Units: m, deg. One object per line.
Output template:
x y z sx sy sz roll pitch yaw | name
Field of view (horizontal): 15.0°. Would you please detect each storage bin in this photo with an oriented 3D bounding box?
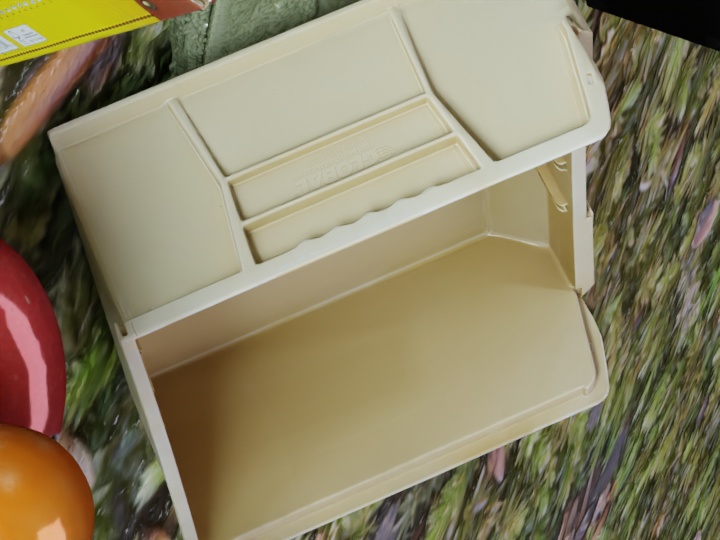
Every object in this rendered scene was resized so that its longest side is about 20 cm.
0.000 0.000 1.025 0.197 0.094 0.200 -23 150 -8 | storage bin

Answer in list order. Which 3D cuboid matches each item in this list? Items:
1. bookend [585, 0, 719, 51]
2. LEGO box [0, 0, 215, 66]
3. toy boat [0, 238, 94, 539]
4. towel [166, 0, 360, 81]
0.203 -0.264 1.534 0.199 0.092 0.201 75 38 -67 | bookend
-0.072 -0.130 0.630 0.200 0.077 0.150 -5 -124 61 | LEGO box
-0.133 0.054 0.764 0.131 0.130 0.200 -71 164 9 | toy boat
-0.004 -0.097 1.027 0.147 0.037 0.201 -15 136 -22 | towel
